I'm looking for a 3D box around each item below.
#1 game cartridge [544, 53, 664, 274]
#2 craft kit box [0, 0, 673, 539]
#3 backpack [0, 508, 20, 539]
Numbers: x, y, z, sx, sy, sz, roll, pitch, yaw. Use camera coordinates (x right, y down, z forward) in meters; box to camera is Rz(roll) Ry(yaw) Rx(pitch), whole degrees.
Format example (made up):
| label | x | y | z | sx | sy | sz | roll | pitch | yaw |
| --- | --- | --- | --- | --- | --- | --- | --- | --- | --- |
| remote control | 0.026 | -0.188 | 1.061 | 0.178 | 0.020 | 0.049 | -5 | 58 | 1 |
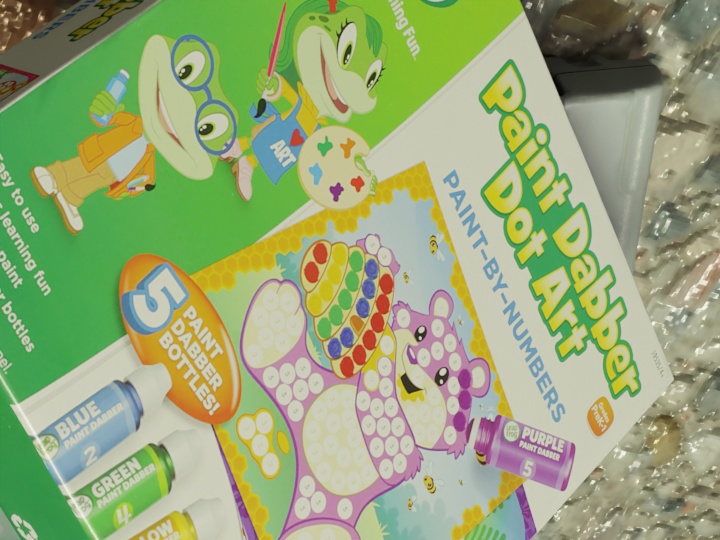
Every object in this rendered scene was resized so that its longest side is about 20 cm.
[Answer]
| label | x | y | z | sx | sy | sz | roll | pitch | yaw |
| --- | --- | --- | --- | --- | --- | --- | --- | --- | --- |
| game cartridge | 0.000 | 0.000 | 0.580 | 0.200 | 0.040 | 0.134 | -7 | 127 | -16 |
| craft kit box | -0.014 | 0.008 | 0.476 | 0.198 | 0.048 | 0.200 | -44 | 120 | -34 |
| backpack | -0.152 | 0.133 | 0.524 | 0.177 | 0.151 | 0.200 | 26 | 149 | -36 |
